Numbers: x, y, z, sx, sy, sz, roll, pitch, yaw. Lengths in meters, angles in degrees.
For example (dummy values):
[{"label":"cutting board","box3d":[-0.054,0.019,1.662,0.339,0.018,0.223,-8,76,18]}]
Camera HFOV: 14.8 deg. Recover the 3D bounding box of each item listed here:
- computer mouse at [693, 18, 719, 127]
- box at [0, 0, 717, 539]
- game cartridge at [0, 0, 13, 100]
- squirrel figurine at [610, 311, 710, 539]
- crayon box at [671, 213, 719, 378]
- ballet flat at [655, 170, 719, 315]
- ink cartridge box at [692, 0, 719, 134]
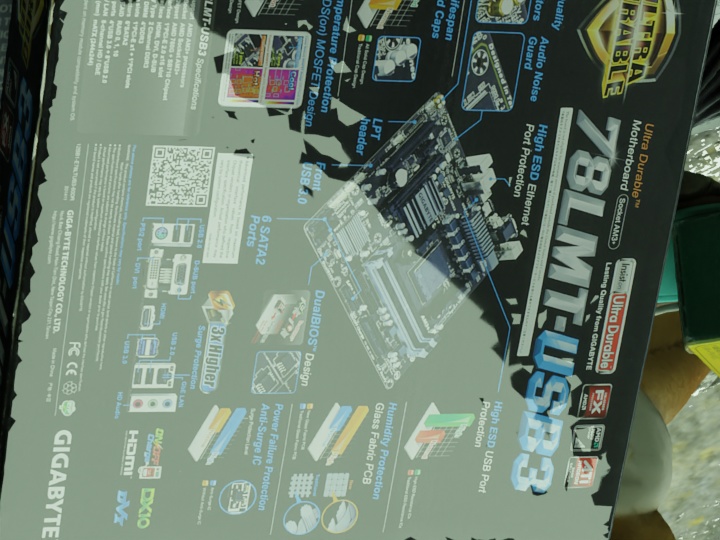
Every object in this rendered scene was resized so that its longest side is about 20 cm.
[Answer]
[{"label":"computer mouse","box3d":[0.067,-0.105,0.854,0.140,0.046,0.200,-43,137,-21]},{"label":"box","box3d":[-0.007,-0.012,0.801,0.198,0.050,0.201,-1,114,-22]},{"label":"game cartridge","box3d":[-0.059,-0.094,0.812,0.199,0.042,0.134,-2,118,-30]},{"label":"squirrel figurine","box3d":[0.024,0.088,1.145,0.199,0.142,0.186,13,160,-33]},{"label":"crayon box","box3d":[0.227,0.004,1.034,0.199,0.051,0.127,-9,164,17]},{"label":"ballet flat","box3d":[0.079,-0.006,1.054,0.200,0.064,0.068,-7,109,-57]},{"label":"ink cartridge box","box3d":[0.053,-0.077,0.962,0.199,0.050,0.109,-16,152,-14]}]
